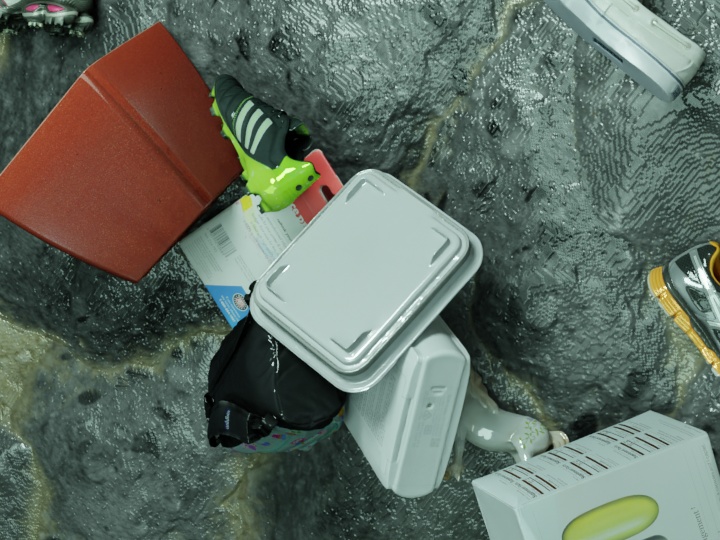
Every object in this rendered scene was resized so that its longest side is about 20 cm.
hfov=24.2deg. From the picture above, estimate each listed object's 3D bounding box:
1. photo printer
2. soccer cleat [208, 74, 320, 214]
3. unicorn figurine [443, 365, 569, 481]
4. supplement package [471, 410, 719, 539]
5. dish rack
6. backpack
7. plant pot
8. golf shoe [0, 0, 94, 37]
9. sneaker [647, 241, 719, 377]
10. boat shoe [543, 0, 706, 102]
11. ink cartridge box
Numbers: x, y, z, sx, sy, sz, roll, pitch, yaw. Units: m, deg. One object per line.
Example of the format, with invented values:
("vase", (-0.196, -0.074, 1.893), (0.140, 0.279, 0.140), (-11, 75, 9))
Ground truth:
("photo printer", (0.035, 0.107, 1.688), (0.069, 0.200, 0.167), (2, 114, -22))
("soccer cleat", (-0.096, -0.138, 1.700), (0.081, 0.068, 0.200), (-31, 48, 5))
("unicorn figurine", (0.124, 0.161, 1.709), (0.200, 0.138, 0.074), (29, 155, -9))
("supplement package", (0.243, 0.265, 1.606), (0.200, 0.147, 0.192), (-20, 97, -10))
("dish rack", (0.000, 0.000, 1.613), (0.172, 0.044, 0.200), (37, 78, 30))
("backpack", (-0.087, 0.121, 1.727), (0.200, 0.126, 0.167), (136, 140, -57))
("plant pot", (-0.235, -0.109, 1.740), (0.176, 0.200, 0.200), (42, 116, -4))
("golf shoe", (-0.374, -0.301, 1.815), (0.199, 0.077, 0.088), (5, 86, 19))
("sneaker", (0.361, 0.060, 1.588), (0.077, 0.078, 0.200), (-42, 85, 21))
("boat shoe", (0.237, -0.246, 1.569), (0.200, 0.071, 0.070), (42, 89, 12))
("ink cartridge box", (-0.077, -0.037, 1.751), (0.200, 0.067, 0.116), (-32, 91, 27))
